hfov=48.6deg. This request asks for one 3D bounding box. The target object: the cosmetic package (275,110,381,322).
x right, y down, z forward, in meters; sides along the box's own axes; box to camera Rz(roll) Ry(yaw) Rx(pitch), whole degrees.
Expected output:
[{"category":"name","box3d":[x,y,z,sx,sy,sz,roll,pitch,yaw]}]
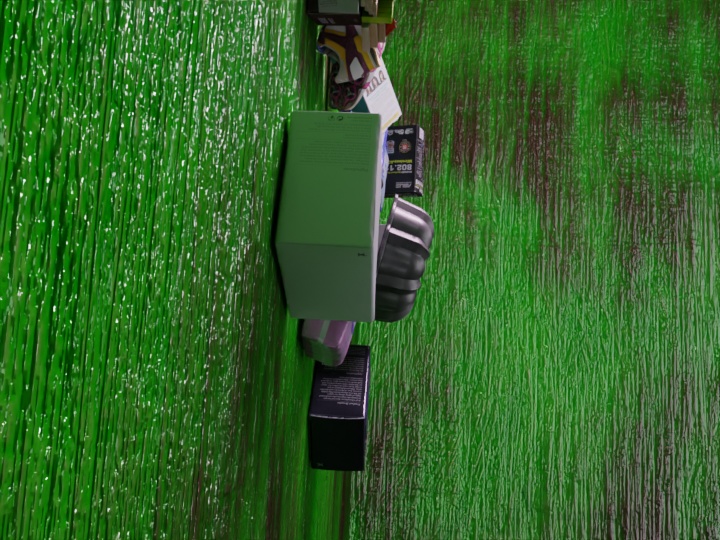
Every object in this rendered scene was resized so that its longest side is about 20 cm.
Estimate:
[{"category":"cosmetic package","box3d":[-0.035,-0.066,1.043,0.200,0.122,0.201,88,3,-60]}]

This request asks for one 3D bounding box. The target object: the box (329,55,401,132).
[{"category":"box","box3d":[0.006,-0.351,1.467,0.082,0.049,0.201,-48,130,-31]}]

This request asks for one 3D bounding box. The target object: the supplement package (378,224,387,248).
[{"category":"supplement package","box3d":[0.000,0.000,1.598,0.200,0.149,0.153,77,16,-80]}]

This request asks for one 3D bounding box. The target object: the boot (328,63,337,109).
[{"category":"boot","box3d":[-0.009,-0.406,1.562,0.073,0.090,0.202,158,-62,-76]}]

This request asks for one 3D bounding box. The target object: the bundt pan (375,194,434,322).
[{"category":"bundt pan","box3d":[0.060,-0.011,1.225,0.202,0.075,0.204,16,90,-89]}]

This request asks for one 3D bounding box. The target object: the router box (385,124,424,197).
[{"category":"router box","box3d":[0.042,-0.240,1.782,0.062,0.198,0.151,14,76,-67]}]

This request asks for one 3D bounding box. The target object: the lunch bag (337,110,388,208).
[{"category":"lunch bag","box3d":[-0.009,-0.242,1.628,0.171,0.126,0.201,-82,162,-45]}]

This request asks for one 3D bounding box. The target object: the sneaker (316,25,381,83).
[{"category":"sneaker","box3d":[-0.041,-0.404,1.301,0.075,0.090,0.201,41,26,-75]}]

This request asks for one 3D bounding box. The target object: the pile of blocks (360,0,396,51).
[{"category":"pile of blocks","box3d":[0.034,-0.425,1.172,0.082,0.062,0.201,-80,171,-59]}]

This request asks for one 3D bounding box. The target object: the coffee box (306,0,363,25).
[{"category":"coffee box","box3d":[-0.032,-0.477,1.195,0.113,0.079,0.202,-63,156,-81]}]

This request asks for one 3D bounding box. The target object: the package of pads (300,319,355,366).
[{"category":"package of pads","box3d":[-0.035,0.045,1.296,0.121,0.075,0.201,98,10,-69]}]

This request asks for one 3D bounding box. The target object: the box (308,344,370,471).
[{"category":"box","box3d":[-0.037,0.260,1.531,0.201,0.103,0.149,-85,177,-52]}]

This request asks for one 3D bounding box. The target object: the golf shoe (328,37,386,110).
[{"category":"golf shoe","box3d":[0.007,-0.365,1.370,0.092,0.072,0.202,23,84,-65]}]
